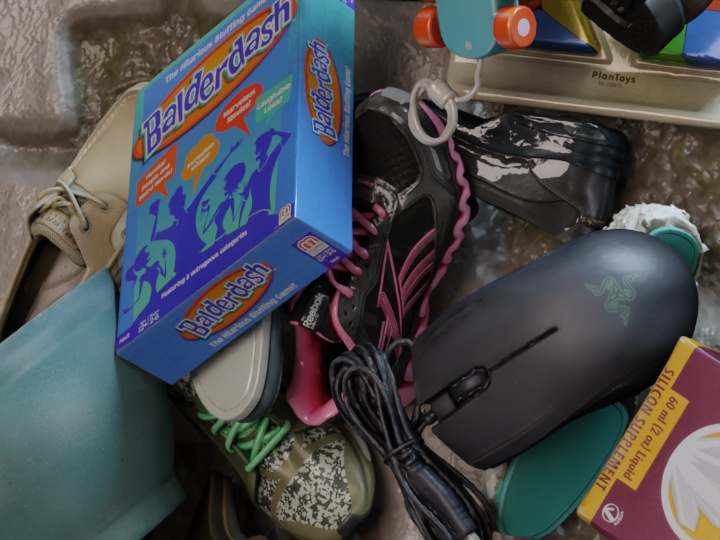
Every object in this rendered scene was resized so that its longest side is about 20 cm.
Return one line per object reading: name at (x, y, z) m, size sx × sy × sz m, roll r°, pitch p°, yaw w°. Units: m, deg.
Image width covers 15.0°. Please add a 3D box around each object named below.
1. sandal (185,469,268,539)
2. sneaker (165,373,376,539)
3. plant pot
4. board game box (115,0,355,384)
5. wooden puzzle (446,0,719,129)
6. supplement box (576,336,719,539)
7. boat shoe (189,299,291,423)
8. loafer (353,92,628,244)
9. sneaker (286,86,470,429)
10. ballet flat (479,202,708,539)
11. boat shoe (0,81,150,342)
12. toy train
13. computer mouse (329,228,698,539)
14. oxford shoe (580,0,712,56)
sandal at (-0.066, 0.173, 1.520) m, size 0.200 × 0.054 × 0.082 m, roll -140°, pitch 70°, yaw -73°
sneaker at (-0.073, 0.081, 1.567) m, size 0.077 × 0.088 × 0.200 m, roll -51°, pitch 61°, yaw 12°
plant pot at (-0.182, 0.112, 1.536) m, size 0.200 × 0.200 × 0.134 m, roll -36°, pitch 92°, yaw 19°
board game box at (-0.068, -0.057, 1.514) m, size 0.152 × 0.045 × 0.201 m, roll -37°, pitch 37°, yaw 34°
wooden puzzle at (0.146, -0.184, 1.497) m, size 0.184 × 0.046 × 0.201 m, roll 8°, pitch 83°, yaw 16°
supplement box at (0.226, 0.134, 1.389) m, size 0.200 × 0.086 × 0.111 m, roll 34°, pitch 97°, yaw 30°
boat shoe at (-0.058, 0.010, 1.550) m, size 0.073 × 0.062 × 0.201 m, roll -43°, pitch 37°, yaw 29°
loafer at (0.050, -0.057, 1.538) m, size 0.199 × 0.073 × 0.073 m, roll 10°, pitch 89°, yaw 32°
sneaker at (0.000, 0.000, 1.503) m, size 0.079 × 0.095 × 0.201 m, roll 22°, pitch 117°, yaw 31°
ballet flat at (0.121, 0.052, 1.487) m, size 0.072 × 0.072 × 0.201 m, roll 33°, pitch 95°, yaw 30°
boat shoe at (-0.166, -0.023, 1.655) m, size 0.072 × 0.065 × 0.201 m, roll 28°, pitch 95°, yaw 31°
toy train at (0.026, -0.174, 1.461) m, size 0.200 × 0.055 × 0.150 m, roll 55°, pitch 133°, yaw 17°
computer mouse at (0.086, 0.053, 1.426) m, size 0.200 × 0.053 × 0.139 m, roll -36°, pitch 75°, yaw 11°
oxford shoe at (0.117, -0.204, 1.460) m, size 0.084 × 0.073 × 0.200 m, roll -40°, pitch 73°, yaw -16°
